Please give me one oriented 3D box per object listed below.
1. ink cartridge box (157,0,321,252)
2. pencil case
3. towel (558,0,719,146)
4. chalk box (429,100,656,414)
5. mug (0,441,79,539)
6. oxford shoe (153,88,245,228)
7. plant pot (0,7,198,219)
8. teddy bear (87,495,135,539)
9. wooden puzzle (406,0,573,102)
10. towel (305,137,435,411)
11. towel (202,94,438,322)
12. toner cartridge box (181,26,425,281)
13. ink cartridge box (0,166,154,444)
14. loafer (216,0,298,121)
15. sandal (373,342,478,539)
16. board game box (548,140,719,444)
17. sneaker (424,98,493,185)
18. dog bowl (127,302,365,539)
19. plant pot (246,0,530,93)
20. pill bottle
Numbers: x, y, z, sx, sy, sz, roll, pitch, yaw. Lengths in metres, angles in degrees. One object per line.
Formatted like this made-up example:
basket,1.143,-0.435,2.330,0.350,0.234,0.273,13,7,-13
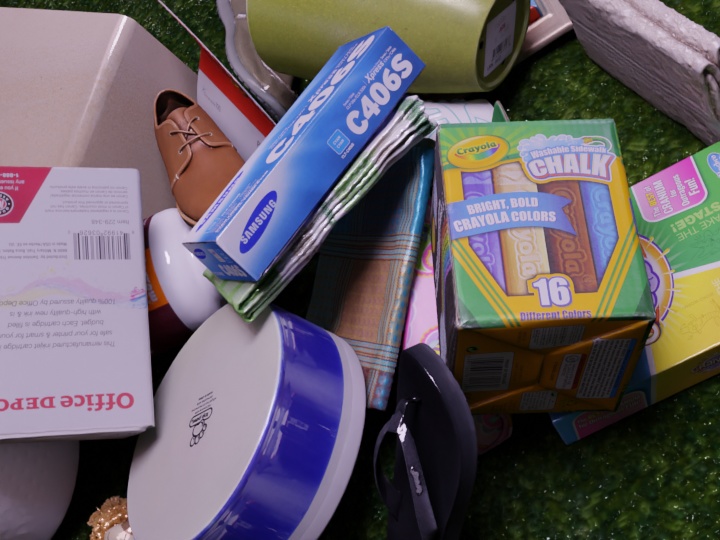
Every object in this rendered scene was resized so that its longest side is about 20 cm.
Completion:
ink cartridge box,-0.103,-0.121,0.973,0.047,0.200,0.160,-41,49,-1
pencil case,0.060,0.038,0.853,0.086,0.088,0.202,-19,54,17
towel,0.223,-0.170,0.871,0.034,0.133,0.200,-43,50,2
chalk box,0.112,-0.020,0.764,0.122,0.126,0.203,-1,57,0
mug,-0.331,0.128,0.915,0.147,0.174,0.203,27,96,45
oxford shoe,-0.136,-0.093,0.940,0.071,0.072,0.200,-30,38,-10
plant pot,-0.259,-0.115,1.072,0.198,0.199,0.179,12,75,34
teddy bear,-0.190,0.267,0.857,0.144,0.067,0.202,22,73,35
wooden puzzle,0.092,-0.244,1.053,0.198,0.037,0.187,-28,50,10
towel,0.000,0.000,0.877,0.146,0.021,0.203,1,78,62
towel,-0.034,-0.052,0.855,0.200,0.031,0.149,-49,18,-3
toner cartridge box,-0.042,-0.083,0.821,0.201,0.043,0.095,-53,18,-15
ink cartridge box,-0.240,0.028,0.864,0.085,0.145,0.204,154,114,-64
loafer,-0.092,-0.228,1.119,0.069,0.075,0.202,-32,50,12
sandal,0.036,0.147,0.738,0.042,0.203,0.076,-10,24,-29
board game box,0.207,0.014,0.819,0.198,0.040,0.154,-28,51,11
sneaker,0.070,-0.112,0.967,0.199,0.071,0.080,29,67,32
dog bowl,-0.088,0.125,0.835,0.200,0.078,0.202,-39,36,35
plant pot,0.037,-0.228,0.961,0.198,0.188,0.189,25,73,25
pill bottle,-0.185,0.016,0.988,0.198,0.113,0.114,-23,51,14
